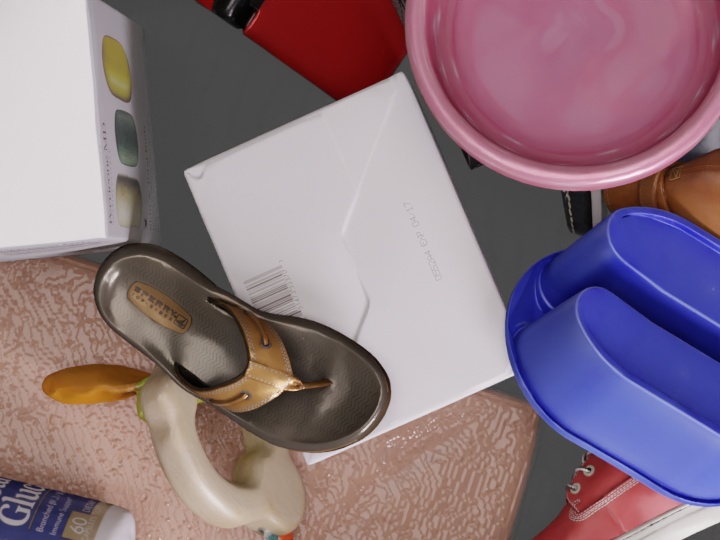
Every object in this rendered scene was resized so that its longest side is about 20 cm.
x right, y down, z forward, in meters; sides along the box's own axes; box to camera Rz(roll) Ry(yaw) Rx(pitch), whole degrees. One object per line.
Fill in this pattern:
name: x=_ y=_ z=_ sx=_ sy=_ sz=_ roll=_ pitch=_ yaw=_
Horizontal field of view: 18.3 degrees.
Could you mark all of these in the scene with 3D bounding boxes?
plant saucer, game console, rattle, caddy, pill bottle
plant saucer: x=0.126 y=-0.141 z=1.307 sx=0.199 sy=0.051 sz=0.202 roll=-1 pitch=77 yaw=4
game console: x=-0.027 y=-0.241 z=1.481 sx=0.172 sy=0.119 sz=0.201 roll=35 pitch=91 yaw=35
rattle: x=-0.108 y=0.144 z=1.457 sx=0.142 sy=0.130 sz=0.201 roll=-24 pitch=114 yaw=14
caddy: x=0.185 y=0.056 z=1.365 sx=0.199 sy=0.105 sz=0.142 roll=31 pitch=54 yaw=-6
pill bottle: x=-0.254 y=0.186 z=1.444 sx=0.199 sy=0.111 sz=0.112 roll=13 pitch=90 yaw=4

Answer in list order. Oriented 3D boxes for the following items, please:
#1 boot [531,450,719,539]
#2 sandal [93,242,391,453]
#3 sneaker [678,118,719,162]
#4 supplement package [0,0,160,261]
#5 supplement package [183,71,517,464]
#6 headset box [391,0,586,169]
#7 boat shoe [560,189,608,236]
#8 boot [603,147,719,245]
boot: x=0.148 y=0.122 z=1.438 sx=0.199 sy=0.072 sz=0.145 roll=-27 pitch=87 yaw=-5
sandal: x=-0.077 y=0.047 z=1.351 sx=0.199 sy=0.055 sz=0.082 roll=33 pitch=96 yaw=7
sneaker: x=0.206 y=-0.158 z=1.428 sx=0.074 sy=0.085 sz=0.201 roll=-10 pitch=89 yaw=4
supplement package: x=-0.218 y=-0.084 z=1.401 sx=0.150 sy=0.200 sz=0.153 roll=-5 pitch=89 yaw=4
supplement package: x=0.000 y=0.000 z=1.428 sx=0.155 sy=0.111 sz=0.201 roll=-23 pitch=87 yaw=4
headset box: x=0.092 y=-0.188 z=1.385 sx=0.148 sy=0.077 sz=0.201 roll=-25 pitch=75 yaw=-2
boat shoe: x=0.123 y=-0.116 z=1.443 sx=0.060 sy=0.076 sz=0.201 roll=-8 pitch=76 yaw=7
boot: x=0.256 y=-0.013 z=1.418 sx=0.155 sy=0.200 sz=0.077 roll=0 pitch=66 yaw=37
